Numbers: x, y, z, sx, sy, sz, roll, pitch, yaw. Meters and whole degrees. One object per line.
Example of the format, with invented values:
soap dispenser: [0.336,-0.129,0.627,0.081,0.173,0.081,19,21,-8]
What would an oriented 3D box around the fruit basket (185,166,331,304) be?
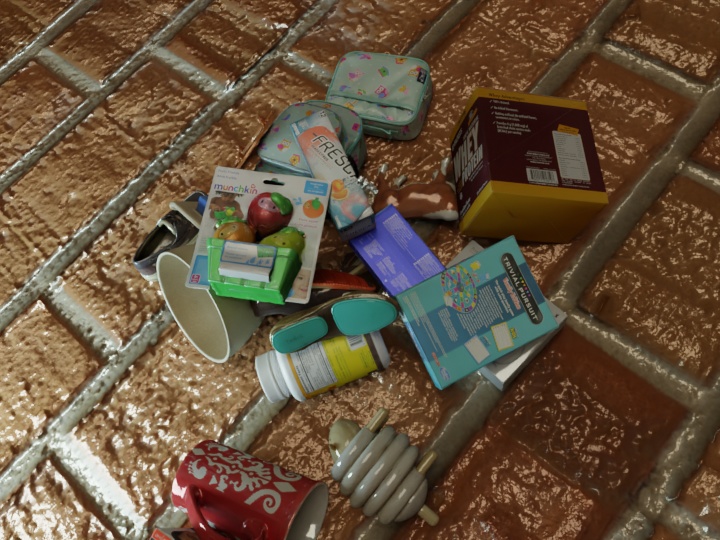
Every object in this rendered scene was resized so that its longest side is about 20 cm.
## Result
fruit basket: [-0.148,-0.058,0.917,0.184,0.094,0.201,9,75,4]

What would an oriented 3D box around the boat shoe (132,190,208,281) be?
boat shoe: [-0.349,-0.073,1.169,0.072,0.065,0.201,28,72,23]

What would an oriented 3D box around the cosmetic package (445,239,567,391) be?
cosmetic package: [0.204,0.068,1.009,0.151,0.052,0.200,-42,65,-13]

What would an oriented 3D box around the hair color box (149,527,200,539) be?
hair color box: [-0.207,0.400,0.844,0.101,0.200,0.061,25,76,19]

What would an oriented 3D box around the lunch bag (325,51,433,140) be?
lunch bag: [0.038,-0.337,1.213,0.199,0.077,0.161,13,68,16]

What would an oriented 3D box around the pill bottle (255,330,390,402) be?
pill bottle: [-0.060,0.136,0.992,0.199,0.109,0.110,-22,63,0]

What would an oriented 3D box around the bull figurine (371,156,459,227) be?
bull figurine: [0.115,-0.133,1.112,0.198,0.065,0.122,-1,61,8]

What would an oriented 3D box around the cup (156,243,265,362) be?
cup: [-0.223,0.030,1.045,0.200,0.201,0.143,40,52,24]

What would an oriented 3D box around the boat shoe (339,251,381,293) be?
boat shoe: [0.000,0.000,1.077,0.200,0.072,0.072,-49,37,-6]

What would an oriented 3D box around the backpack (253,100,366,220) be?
backpack: [-0.083,-0.218,1.143,0.175,0.154,0.201,19,61,21]

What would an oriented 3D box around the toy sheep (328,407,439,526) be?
toy sheep: [0.034,0.288,0.896,0.200,0.138,0.138,38,77,17]

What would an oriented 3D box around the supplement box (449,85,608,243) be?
supplement box: [0.266,-0.170,1.028,0.196,0.133,0.201,4,64,-12]

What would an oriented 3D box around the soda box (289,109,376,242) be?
soda box: [-0.044,-0.151,0.998,0.063,0.068,0.201,-25,75,-2]

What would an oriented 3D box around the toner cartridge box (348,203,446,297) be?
toner cartridge box: [0.074,-0.002,1.000,0.095,0.043,0.200,-35,72,-7]

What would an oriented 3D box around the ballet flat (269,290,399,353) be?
ballet flat: [-0.040,0.069,0.935,0.199,0.068,0.072,-20,21,7]

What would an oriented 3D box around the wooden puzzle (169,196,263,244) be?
wooden puzzle: [-0.199,-0.088,1.076,0.199,0.185,0.047,32,114,35]

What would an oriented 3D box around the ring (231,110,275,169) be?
ring: [-0.221,-0.215,1.155,0.019,0.200,0.201,34,72,-16]

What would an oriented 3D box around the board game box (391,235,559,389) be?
board game box: [0.169,0.061,0.929,0.199,0.047,0.152,-26,88,-6]

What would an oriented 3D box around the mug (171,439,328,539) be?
mug: [-0.168,0.325,0.894,0.199,0.178,0.134,18,71,22]

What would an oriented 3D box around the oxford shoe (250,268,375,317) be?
oxford shoe: [-0.075,0.041,0.993,0.198,0.071,0.073,1,107,-11]
